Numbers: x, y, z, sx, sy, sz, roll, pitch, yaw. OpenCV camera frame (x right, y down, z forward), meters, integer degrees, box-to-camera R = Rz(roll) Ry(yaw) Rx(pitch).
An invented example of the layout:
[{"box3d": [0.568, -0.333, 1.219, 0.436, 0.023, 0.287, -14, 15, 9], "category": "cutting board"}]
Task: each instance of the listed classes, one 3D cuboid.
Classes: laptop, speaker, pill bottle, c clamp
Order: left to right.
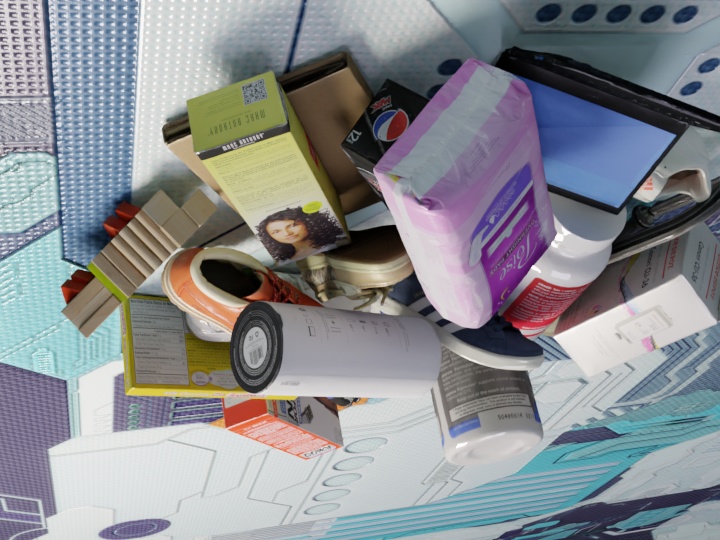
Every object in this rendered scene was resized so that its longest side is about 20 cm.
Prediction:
[{"box3d": [-0.017, 0.075, 0.905, 0.198, 0.082, 0.081, 7, 148, -42], "category": "speaker"}, {"box3d": [0.128, 0.104, 1.105, 0.112, 0.203, 0.114, -9, 155, -4], "category": "pill bottle"}, {"box3d": [0.181, -0.016, 0.994, 0.110, 0.114, 0.201, -2, 152, -20], "category": "pill bottle"}, {"box3d": [0.182, -0.098, 0.777, 0.174, 0.200, 0.105, 17, 102, -12], "category": "laptop"}, {"box3d": [0.322, -0.062, 0.993, 0.199, 0.027, 0.171, -29, -170, 49], "category": "c clamp"}]

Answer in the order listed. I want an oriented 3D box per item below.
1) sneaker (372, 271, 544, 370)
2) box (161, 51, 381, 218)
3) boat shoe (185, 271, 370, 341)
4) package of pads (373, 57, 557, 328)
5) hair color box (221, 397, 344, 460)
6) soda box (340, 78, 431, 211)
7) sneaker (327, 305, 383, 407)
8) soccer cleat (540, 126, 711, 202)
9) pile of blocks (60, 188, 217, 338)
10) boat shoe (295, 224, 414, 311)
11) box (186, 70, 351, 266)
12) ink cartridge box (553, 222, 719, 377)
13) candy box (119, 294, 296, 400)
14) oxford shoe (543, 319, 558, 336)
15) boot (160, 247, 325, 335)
[{"box3d": [0.099, 0.028, 0.982, 0.075, 0.198, 0.086, -7, 120, -62], "category": "sneaker"}, {"box3d": [-0.048, -0.095, 0.836, 0.161, 0.022, 0.200, -20, 152, 13], "category": "box"}, {"box3d": [-0.081, 0.035, 1.022, 0.196, 0.072, 0.070, -4, 153, -12], "category": "boat shoe"}, {"box3d": [0.086, -0.051, 0.760, 0.121, 0.075, 0.201, -47, 149, -12], "category": "package of pads"}, {"box3d": [-0.095, 0.153, 1.203, 0.063, 0.113, 0.200, -20, 154, 16], "category": "hair color box"}, {"box3d": [0.057, -0.073, 0.836, 0.071, 0.063, 0.200, -55, 150, -6], "category": "soda box"}, {"box3d": [-0.004, 0.086, 1.108, 0.197, 0.117, 0.080, -26, 152, 25], "category": "sneaker"}, {"box3d": [0.237, -0.100, 0.890, 0.197, 0.079, 0.069, 0, 151, -24], "category": "soccer cleat"}, {"box3d": [-0.206, -0.023, 0.885, 0.062, 0.082, 0.199, 45, 118, -10], "category": "pile of blocks"}, {"box3d": [0.000, 0.000, 0.903, 0.072, 0.064, 0.199, -24, -169, -19], "category": "boat shoe"}, {"box3d": [-0.067, -0.073, 0.788, 0.074, 0.051, 0.200, -17, 153, 7], "category": "box"}, {"box3d": [0.301, 0.017, 1.003, 0.068, 0.117, 0.199, 47, 131, -14], "category": "ink cartridge box"}, {"box3d": [-0.157, 0.084, 1.049, 0.197, 0.104, 0.026, 7, 148, -34], "category": "candy box"}, {"box3d": [0.248, 0.032, 1.167, 0.072, 0.072, 0.201, -2, 152, -14], "category": "oxford shoe"}, {"box3d": [-0.086, 0.037, 0.930, 0.198, 0.076, 0.107, 26, 162, -19], "category": "boot"}]
